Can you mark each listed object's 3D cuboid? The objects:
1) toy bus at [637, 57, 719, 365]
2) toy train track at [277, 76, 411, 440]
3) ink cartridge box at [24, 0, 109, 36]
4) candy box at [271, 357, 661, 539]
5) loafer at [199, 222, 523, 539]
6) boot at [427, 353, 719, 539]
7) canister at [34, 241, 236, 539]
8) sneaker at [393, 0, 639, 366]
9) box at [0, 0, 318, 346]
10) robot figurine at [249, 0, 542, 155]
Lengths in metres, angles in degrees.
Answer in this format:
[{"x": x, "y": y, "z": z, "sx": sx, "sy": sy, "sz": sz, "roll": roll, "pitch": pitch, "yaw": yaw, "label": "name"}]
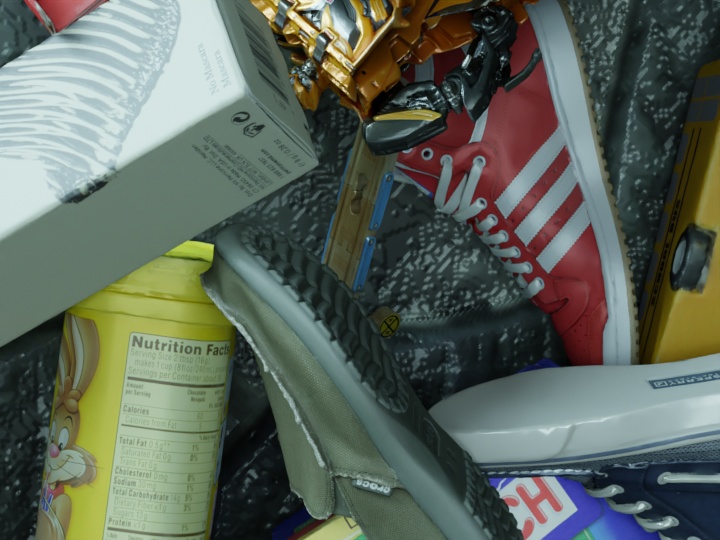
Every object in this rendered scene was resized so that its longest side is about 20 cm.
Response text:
[{"x": 0.188, "y": -0.037, "z": 0.892, "sx": 0.064, "sy": 0.078, "sz": 0.202, "roll": 14, "pitch": 91, "yaw": -5, "label": "toy bus"}, {"x": 0.000, "y": 0.000, "z": 0.874, "sx": 0.032, "sy": 0.114, "sz": 0.202, "roll": -10, "pitch": 126, "yaw": -41, "label": "toy train track"}, {"x": -0.139, "y": -0.162, "z": 0.816, "sx": 0.067, "sy": 0.200, "sz": 0.117, "roll": -39, "pitch": 93, "yaw": -1, "label": "ink cartridge box"}, {"x": 0.076, "y": 0.172, "z": 0.895, "sx": 0.168, "sy": 0.077, "sz": 0.201, "roll": -32, "pitch": 92, "yaw": -4, "label": "candy box"}, {"x": -0.009, "y": 0.071, "z": 0.771, "sx": 0.069, "sy": 0.075, "sz": 0.201, "roll": -35, "pitch": 97, "yaw": 14, "label": "loafer"}, {"x": 0.131, "y": 0.093, "z": 0.833, "sx": 0.198, "sy": 0.073, "sz": 0.091, "roll": -7, "pitch": 108, "yaw": 2, "label": "boot"}, {"x": -0.104, "y": 0.088, "z": 0.852, "sx": 0.086, "sy": 0.149, "sz": 0.202, "roll": 8, "pitch": 93, "yaw": -3, "label": "canister"}, {"x": 0.067, "y": -0.026, "z": 0.893, "sx": 0.111, "sy": 0.071, "sz": 0.202, "roll": -13, "pitch": 86, "yaw": -5, "label": "sneaker"}, {"x": -0.123, "y": -0.040, "z": 0.755, "sx": 0.199, "sy": 0.068, "sz": 0.083, "roll": -30, "pitch": 59, "yaw": 13, "label": "box"}, {"x": 0.036, "y": -0.146, "z": 0.808, "sx": 0.200, "sy": 0.058, "sz": 0.145, "roll": -43, "pitch": 58, "yaw": -6, "label": "robot figurine"}]
